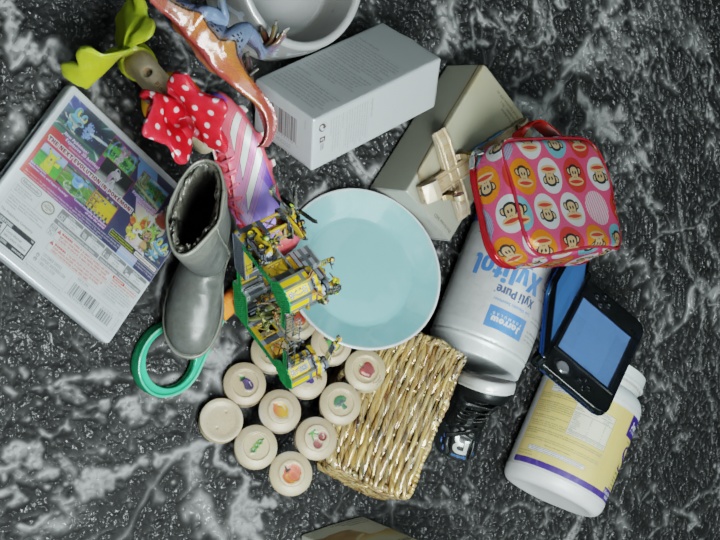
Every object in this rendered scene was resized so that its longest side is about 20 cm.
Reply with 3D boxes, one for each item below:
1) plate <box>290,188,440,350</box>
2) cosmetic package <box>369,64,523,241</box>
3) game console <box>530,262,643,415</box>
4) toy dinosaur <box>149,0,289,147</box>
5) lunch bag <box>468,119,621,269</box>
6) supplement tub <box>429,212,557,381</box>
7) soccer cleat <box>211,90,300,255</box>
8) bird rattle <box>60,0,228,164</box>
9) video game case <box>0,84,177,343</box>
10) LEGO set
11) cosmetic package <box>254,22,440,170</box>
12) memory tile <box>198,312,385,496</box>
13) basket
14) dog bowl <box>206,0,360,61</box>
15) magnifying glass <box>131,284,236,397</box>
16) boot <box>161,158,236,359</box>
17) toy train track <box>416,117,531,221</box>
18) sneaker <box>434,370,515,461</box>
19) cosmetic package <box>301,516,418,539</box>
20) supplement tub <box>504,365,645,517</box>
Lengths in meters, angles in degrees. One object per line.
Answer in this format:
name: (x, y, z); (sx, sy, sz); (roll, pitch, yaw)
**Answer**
plate: (0.000, 0.000, 1.523); (0.199, 0.026, 0.202); (7, 69, -18)
cosmetic package: (0.109, -0.148, 1.607); (0.104, 0.073, 0.201); (44, 67, -35)
game console: (0.305, 0.053, 1.667); (0.170, 0.118, 0.200); (39, 44, -1)
toy dinosaur: (-0.147, -0.247, 1.301); (0.181, 0.105, 0.201); (12, 51, -60)
lunch bag: (0.222, -0.095, 1.552); (0.199, 0.082, 0.178); (-3, 77, -42)
supplement tub: (0.177, 0.026, 1.649); (0.132, 0.131, 0.201); (31, 75, -38)
soccer cleat: (-0.130, -0.098, 1.420); (0.076, 0.067, 0.201); (-32, 115, -18)
bird rattle: (-0.187, -0.177, 1.283); (0.113, 0.200, 0.163); (-50, 158, -3)
video game case: (-0.280, -0.055, 1.323); (0.200, 0.023, 0.183); (45, 68, -34)
LEGO set: (-0.058, 0.017, 1.379); (0.115, 0.154, 0.201); (-26, 138, -22)
cosmetic package: (-0.014, -0.201, 1.466); (0.199, 0.101, 0.072); (-30, 143, -33)
memory tile: (-0.077, 0.142, 1.473); (0.153, 0.017, 0.200); (38, 71, -2)
basket: (0.021, 0.169, 1.581); (0.142, 0.149, 0.201); (24, 78, -5)
dog bowl: (-0.079, -0.333, 1.433); (0.199, 0.058, 0.202); (-7, 101, -40)
magnifying glass: (-0.172, 0.061, 1.430); (0.200, 0.022, 0.080); (-45, 121, -28)
boot: (-0.165, -0.005, 1.303); (0.072, 0.200, 0.183); (8, 83, -7)
toy train track: (0.148, -0.134, 1.572); (0.200, 0.032, 0.115); (-35, 116, -34)
sneaker: (0.139, 0.184, 1.601); (0.072, 0.200, 0.113); (11, 86, -6)
cosmetic package: (0.027, 0.358, 1.521); (0.105, 0.199, 0.072); (-9, 101, -39)
supplement tub: (0.297, 0.218, 1.766); (0.145, 0.145, 0.201); (35, 74, -37)
